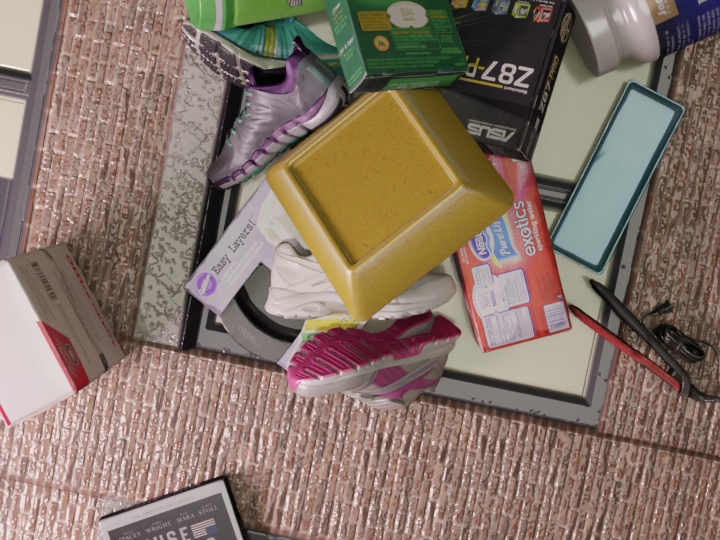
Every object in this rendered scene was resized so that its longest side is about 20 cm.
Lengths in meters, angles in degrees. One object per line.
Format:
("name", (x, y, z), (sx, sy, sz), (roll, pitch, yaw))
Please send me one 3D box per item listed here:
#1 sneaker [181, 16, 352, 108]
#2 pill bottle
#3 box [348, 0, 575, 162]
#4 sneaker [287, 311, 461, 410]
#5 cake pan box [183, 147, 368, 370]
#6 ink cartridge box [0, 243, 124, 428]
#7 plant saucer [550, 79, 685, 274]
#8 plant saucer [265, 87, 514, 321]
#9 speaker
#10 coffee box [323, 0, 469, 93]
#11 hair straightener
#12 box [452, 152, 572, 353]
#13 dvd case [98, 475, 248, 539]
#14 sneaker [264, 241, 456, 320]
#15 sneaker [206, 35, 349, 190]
("sneaker", (-0.092, -0.232, 1.362), (0.198, 0.078, 0.080), (18, 74, -5))
("pill bottle", (0.315, -0.284, 1.321), (0.199, 0.116, 0.117), (-25, 94, 3))
("box", (0.102, -0.211, 1.312), (0.198, 0.049, 0.163), (16, 86, 25))
("sneaker", (0.016, 0.109, 1.343), (0.198, 0.081, 0.089), (-10, 119, -27))
("cake pan box", (-0.065, 0.000, 1.380), (0.184, 0.052, 0.200), (39, 94, 0))
("ink cartridge box", (-0.329, 0.060, 1.312), (0.084, 0.200, 0.146), (-27, 94, 5))
("plant saucer", (0.274, -0.100, 1.385), (0.069, 0.019, 0.201), (26, 93, -1))
("plant saucer", (0.018, -0.087, 1.264), (0.199, 0.048, 0.201), (-37, 67, 9))
("speaker", (-0.079, -0.300, 1.315), (0.198, 0.088, 0.089), (-14, 94, -17))
("coffee box", (0.023, -0.274, 1.261), (0.122, 0.044, 0.202), (-8, 74, -29))
("hair straightener", (0.323, 0.072, 1.385), (0.199, 0.041, 0.077), (37, 94, -2))
("box", (0.146, -0.025, 1.352), (0.099, 0.095, 0.202), (-15, 94, 1))
("dvd case", (-0.187, 0.344, 1.419), (0.149, 0.025, 0.202), (-19, 95, 1))
("sneaker", (0.000, 0.000, 1.318), (0.198, 0.078, 0.101), (0, 91, -1))
("sneaker", (-0.103, -0.163, 1.325), (0.199, 0.075, 0.088), (-33, 111, 30))
